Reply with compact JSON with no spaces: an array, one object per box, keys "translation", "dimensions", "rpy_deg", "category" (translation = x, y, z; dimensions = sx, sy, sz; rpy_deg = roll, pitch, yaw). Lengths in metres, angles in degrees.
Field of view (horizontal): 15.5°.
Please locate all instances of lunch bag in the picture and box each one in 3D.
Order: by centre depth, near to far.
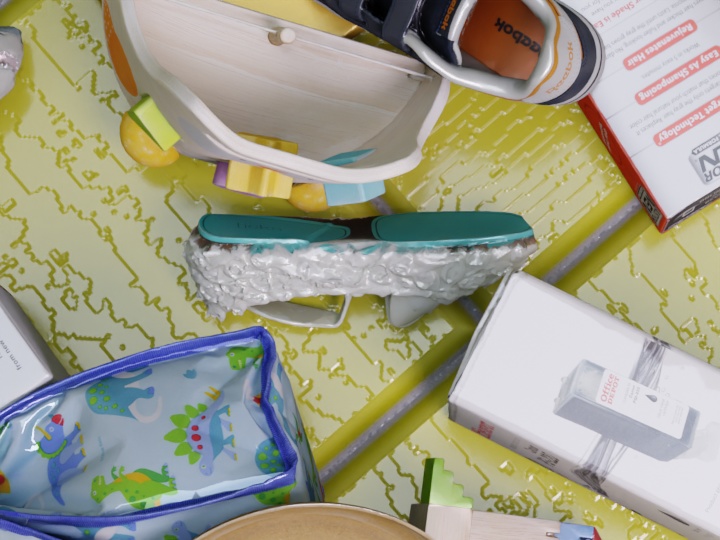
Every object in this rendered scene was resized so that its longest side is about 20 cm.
[{"translation":[-0.120,0.136,1.408],"dimensions":[0.200,0.170,0.128],"rpy_deg":[-12,53,1],"category":"lunch bag"}]

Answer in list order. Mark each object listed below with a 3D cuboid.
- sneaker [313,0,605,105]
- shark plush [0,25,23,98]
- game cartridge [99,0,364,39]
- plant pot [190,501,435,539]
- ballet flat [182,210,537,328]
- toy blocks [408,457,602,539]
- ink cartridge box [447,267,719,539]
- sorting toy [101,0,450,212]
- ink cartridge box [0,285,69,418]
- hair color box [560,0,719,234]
[{"translation":[0.039,-0.155,1.460],"dimensions":[0.200,0.079,0.079],"rpy_deg":[26,101,17],"category":"sneaker"},{"translation":[-0.293,-0.096,1.528],"dimensions":[0.200,0.091,0.083],"rpy_deg":[-9,60,18],"category":"shark plush"},{"translation":[-0.078,-0.203,1.539],"dimensions":[0.176,0.032,0.200],"rpy_deg":[-36,86,-4],"category":"game cartridge"},{"translation":[-0.032,0.200,1.354],"dimensions":[0.200,0.027,0.200],"rpy_deg":[-4,115,-8],"category":"plant pot"},{"translation":[0.000,0.000,1.498],"dimensions":[0.200,0.072,0.072],"rpy_deg":[1,82,3],"category":"ballet flat"},{"translation":[0.089,0.211,1.454],"dimensions":[0.136,0.100,0.200],"rpy_deg":[8,83,-9],"category":"toy blocks"},{"translation":[0.150,0.083,1.433],"dimensions":[0.200,0.146,0.085],"rpy_deg":[28,84,5],"category":"ink cartridge box"},{"translation":[-0.047,-0.082,1.424],"dimensions":[0.200,0.180,0.107],"rpy_deg":[15,98,-14],"category":"sorting toy"},{"translation":[-0.261,0.091,1.441],"dimensions":[0.200,0.146,0.083],"rpy_deg":[-36,83,-3],"category":"ink cartridge box"},{"translation":[0.160,-0.133,1.506],"dimensions":[0.101,0.061,0.200],"rpy_deg":[-31,81,-3],"category":"hair color box"}]
